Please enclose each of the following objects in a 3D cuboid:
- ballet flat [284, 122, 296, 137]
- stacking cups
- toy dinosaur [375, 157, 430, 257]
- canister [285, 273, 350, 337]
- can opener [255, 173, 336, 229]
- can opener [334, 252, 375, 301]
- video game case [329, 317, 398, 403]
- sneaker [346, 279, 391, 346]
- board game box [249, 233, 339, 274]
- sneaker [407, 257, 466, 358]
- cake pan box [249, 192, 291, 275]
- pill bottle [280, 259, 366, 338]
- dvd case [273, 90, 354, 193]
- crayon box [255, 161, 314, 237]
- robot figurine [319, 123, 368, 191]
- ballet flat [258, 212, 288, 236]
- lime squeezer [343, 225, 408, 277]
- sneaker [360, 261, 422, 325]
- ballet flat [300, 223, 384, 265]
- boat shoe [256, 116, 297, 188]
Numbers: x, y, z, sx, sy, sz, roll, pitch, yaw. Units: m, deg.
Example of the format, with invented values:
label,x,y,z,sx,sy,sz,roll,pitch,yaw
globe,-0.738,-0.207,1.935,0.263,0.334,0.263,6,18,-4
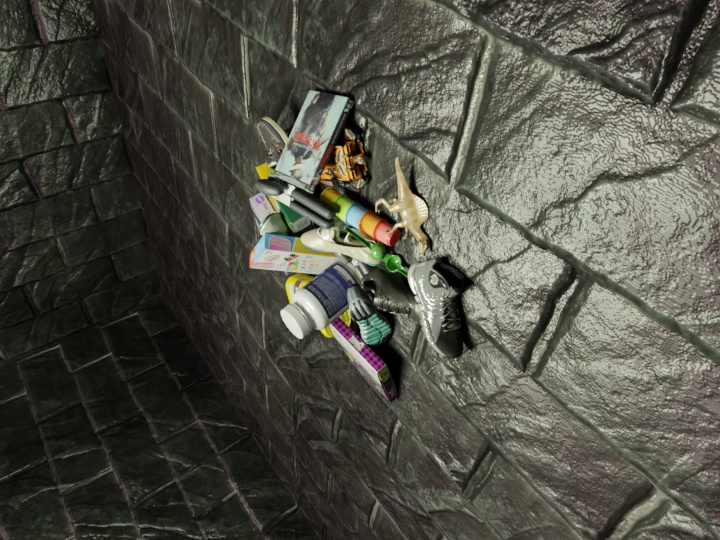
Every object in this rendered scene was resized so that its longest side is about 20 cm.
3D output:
label,x,y,z,sx,sy,sz,roll,pitch,yaw
ballet flat,-0.165,-0.275,1.240,0.076,0.063,0.201,54,149,30
stacking cups,-0.005,-0.112,1.085,0.199,0.060,0.061,34,138,32
toy dinosaur,0.084,-0.125,0.979,0.100,0.058,0.202,0,119,42
canister,-0.123,0.090,1.418,0.199,0.086,0.150,14,122,56
can opener,-0.145,-0.148,1.109,0.199,0.067,0.054,32,130,23
can opener,0.000,0.000,1.182,0.201,0.066,0.053,54,150,9
video game case,0.008,0.227,1.302,0.200,0.036,0.182,41,162,36
sneaker,0.020,0.101,1.200,0.201,0.074,0.088,65,-176,-51
board game box,-0.164,-0.038,1.280,0.153,0.198,0.041,146,125,-59
sneaker,0.163,0.069,0.958,0.115,0.075,0.202,-26,88,58
cake pan box,-0.245,-0.105,1.457,0.201,0.052,0.184,58,165,13
pill bottle,-0.089,0.070,1.218,0.111,0.199,0.112,38,150,27
dvd case,-0.102,-0.273,1.065,0.146,0.022,0.202,31,98,45
crayon box,-0.183,-0.161,1.292,0.173,0.058,0.200,56,171,14
robot figurine,-0.058,-0.241,1.097,0.199,0.058,0.147,20,130,51
ballet flat,-0.207,-0.102,1.265,0.200,0.069,0.070,-165,52,-83
lime squeezer,0.048,-0.026,1.064,0.199,0.071,0.038,38,111,6
sneaker,0.078,0.064,1.072,0.200,0.090,0.077,38,140,36
ballet flat,-0.038,-0.070,1.122,0.198,0.070,0.070,15,133,10
boat shoe,-0.183,-0.252,1.161,0.201,0.065,0.072,60,155,-8
